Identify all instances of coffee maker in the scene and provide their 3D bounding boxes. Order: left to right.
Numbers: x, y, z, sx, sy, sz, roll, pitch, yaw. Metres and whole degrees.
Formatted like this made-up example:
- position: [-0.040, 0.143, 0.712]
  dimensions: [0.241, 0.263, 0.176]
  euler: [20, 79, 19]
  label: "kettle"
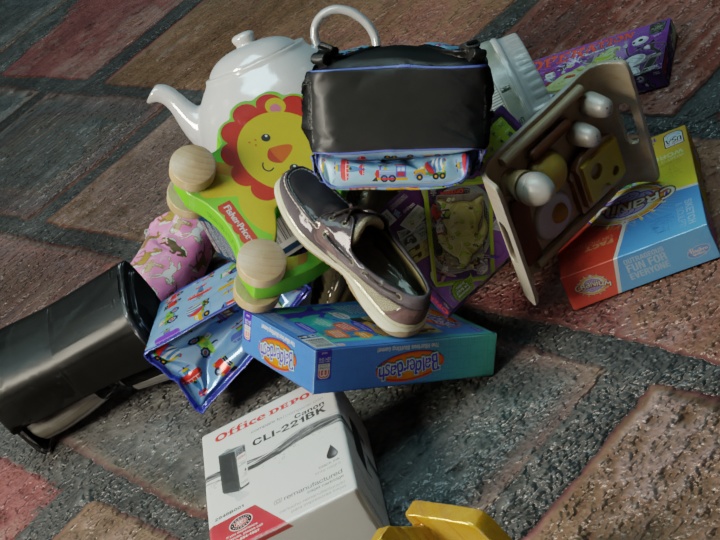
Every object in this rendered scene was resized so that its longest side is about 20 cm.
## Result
- position: [-0.316, 0.088, 1.792]
  dimensions: [0.199, 0.192, 0.136]
  euler: [-29, 64, 11]
  label: "coffee maker"

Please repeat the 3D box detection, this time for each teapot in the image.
- position: [-0.098, -0.199, 1.823]
  dimensions: [0.199, 0.147, 0.197]
  euler: [-31, 14, -38]
  label: "teapot"

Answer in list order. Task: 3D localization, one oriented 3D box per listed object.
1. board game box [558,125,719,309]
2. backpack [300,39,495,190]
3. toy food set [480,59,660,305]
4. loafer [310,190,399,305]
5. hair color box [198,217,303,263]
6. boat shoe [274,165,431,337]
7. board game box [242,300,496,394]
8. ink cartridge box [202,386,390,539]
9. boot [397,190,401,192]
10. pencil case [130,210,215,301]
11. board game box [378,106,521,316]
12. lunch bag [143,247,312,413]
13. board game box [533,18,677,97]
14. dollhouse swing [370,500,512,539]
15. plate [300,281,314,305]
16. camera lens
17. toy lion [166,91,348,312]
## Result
- position: [0.271, -0.056, 1.632]
  dimensions: [0.152, 0.041, 0.201]
  euler: [-21, 29, 16]
  label: "board game box"
- position: [0.037, -0.150, 1.559]
  dimensions: [0.181, 0.136, 0.200]
  euler: [-1, 7, 2]
  label: "backpack"
- position: [0.204, -0.084, 1.545]
  dimensions: [0.200, 0.144, 0.060]
  euler: [-42, 39, -23]
  label: "toy food set"
- position: [0.000, 0.000, 1.666]
  dimensions: [0.067, 0.201, 0.076]
  euler: [11, 32, -16]
  label: "loafer"
- position: [-0.103, -0.056, 1.735]
  dimensions: [0.100, 0.061, 0.200]
  euler: [-32, 14, -11]
  label: "hair color box"
- position: [-0.002, -0.029, 1.523]
  dimensions: [0.072, 0.200, 0.065]
  euler: [-25, -22, -37]
  label: "boat shoe"
- position: [0.007, 0.069, 1.568]
  dimensions: [0.198, 0.045, 0.152]
  euler: [-4, 15, -29]
  label: "board game box"
- position: [-0.060, 0.200, 1.481]
  dimensions: [0.143, 0.084, 0.200]
  euler: [-27, 26, 5]
  label: "ink cartridge box"
- position: [0.115, -0.053, 1.716]
  dimensions: [0.165, 0.202, 0.072]
  euler: [5, 18, -11]
  label: "boot"
- position: [-0.246, 0.015, 1.964]
  dimensions: [0.086, 0.083, 0.201]
  euler: [-12, 34, 29]
  label: "pencil case"
- position: [0.113, -0.061, 1.613]
  dimensions: [0.200, 0.120, 0.032]
  euler: [-40, -13, -24]
  label: "board game box"
- position: [-0.122, 0.031, 1.737]
  dimensions: [0.200, 0.094, 0.151]
  euler: [-40, 15, 13]
  label: "lunch bag"
- position: [0.273, -0.232, 1.937]
  dimensions: [0.198, 0.032, 0.120]
  euler: [-15, 27, 26]
  label: "board game box"
- position: [0.089, 0.273, 1.145]
  dimensions: [0.175, 0.182, 0.200]
  euler: [-27, 19, 53]
  label: "dollhouse swing"
- position: [-0.044, -0.027, 1.809]
  dimensions: [0.199, 0.032, 0.202]
  euler: [14, 85, 52]
  label: "plate"
- position: [0.114, -0.153, 1.812]
  dimensions: [0.199, 0.161, 0.160]
  euler: [-27, 28, 5]
  label: "camera lens"
- position: [-0.080, -0.081, 1.606]
  dimensions: [0.191, 0.069, 0.201]
  euler: [-27, 66, -23]
  label: "toy lion"
